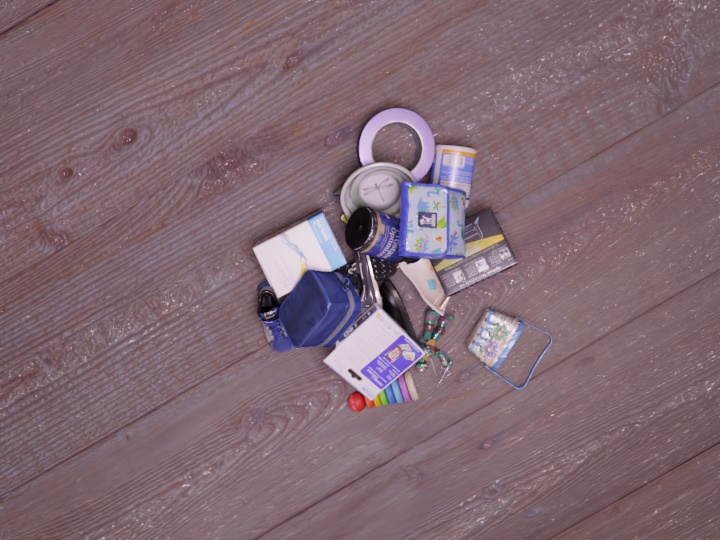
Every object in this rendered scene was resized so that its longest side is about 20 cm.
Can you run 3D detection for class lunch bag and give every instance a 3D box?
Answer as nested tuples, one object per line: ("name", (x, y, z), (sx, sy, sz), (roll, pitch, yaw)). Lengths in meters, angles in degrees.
("lunch bag", (-0.090, 0.091, 1.341), (0.131, 0.137, 0.200), (7, 134, -46))
("lunch bag", (0.162, -0.113, 1.286), (0.199, 0.127, 0.172), (3, 87, -45))

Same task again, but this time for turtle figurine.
("turtle figurine", (0.196, 0.216, 1.504), (0.100, 0.149, 0.202), (13, 87, 33))

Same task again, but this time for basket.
("basket", (0.404, 0.211, 1.506), (0.199, 0.139, 0.178), (28, 96, 1))

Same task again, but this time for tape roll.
("tape roll", (0.090, -0.315, 1.414), (0.197, 0.085, 0.203), (-1, 101, -4))

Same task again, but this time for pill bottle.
("pill bottle", (0.068, -0.081, 1.357), (0.199, 0.112, 0.113), (15, 100, -38))
("pill bottle", (0.236, -0.222, 1.429), (0.111, 0.112, 0.203), (6, 101, -6))

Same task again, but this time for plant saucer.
("plant saucer", (0.047, -0.196, 1.362), (0.197, 0.051, 0.201), (-3, 135, -3))

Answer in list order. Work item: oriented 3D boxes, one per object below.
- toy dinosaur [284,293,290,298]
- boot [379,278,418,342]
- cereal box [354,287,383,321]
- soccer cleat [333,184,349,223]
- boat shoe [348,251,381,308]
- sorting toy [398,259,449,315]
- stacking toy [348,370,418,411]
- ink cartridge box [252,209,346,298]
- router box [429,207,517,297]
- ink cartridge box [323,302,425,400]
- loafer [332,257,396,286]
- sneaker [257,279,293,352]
("toy dinosaur", (-0.106, 0.075, 1.462), (0.198, 0.061, 0.107), (18, 133, 18))
("boot", (0.053, 0.142, 1.454), (0.156, 0.079, 0.213), (-22, 104, 0))
("cereal box", (-0.003, 0.123, 1.507), (0.198, 0.040, 0.146), (11, 100, -7))
("soccer cleat", (-0.006, -0.135, 1.448), (0.083, 0.065, 0.202), (-27, 97, -5))
("boat shoe", (0.000, 0.000, 1.400), (0.062, 0.073, 0.202), (-16, 80, -2))
("sorting toy", (0.205, -0.016, 1.475), (0.179, 0.107, 0.201), (36, 94, -2))
("stacking toy", (0.061, 0.354, 1.540), (0.198, 0.085, 0.086), (-19, 101, 4))
("ink cartridge box", (-0.156, -0.048, 1.409), (0.198, 0.147, 0.146), (-27, 101, 0))
("router box", (0.278, -0.045, 1.393), (0.198, 0.052, 0.159), (-26, 78, 12))
("ink cartridge box", (0.034, 0.214, 1.407), (0.200, 0.043, 0.198), (-42, 117, 6))
("loafer", (0.001, 0.005, 1.476), (0.198, 0.070, 0.069), (-8, 78, -19))
("sneaker", (-0.237, 0.132, 1.452), (0.080, 0.115, 0.202), (-14, 101, -1))
